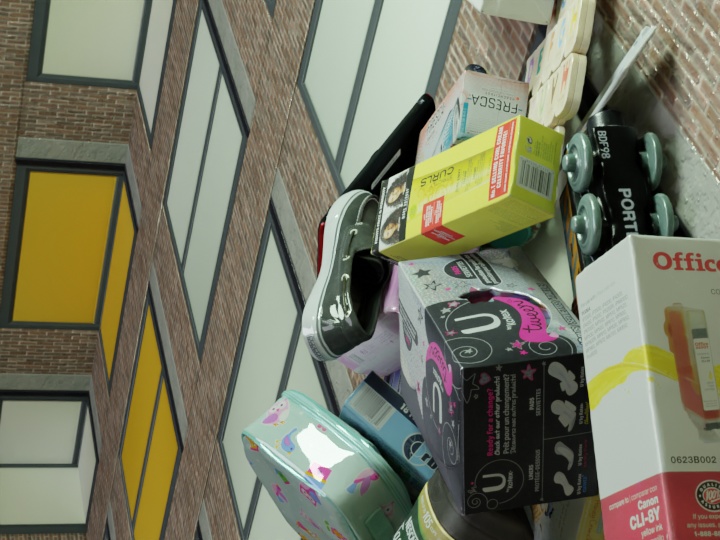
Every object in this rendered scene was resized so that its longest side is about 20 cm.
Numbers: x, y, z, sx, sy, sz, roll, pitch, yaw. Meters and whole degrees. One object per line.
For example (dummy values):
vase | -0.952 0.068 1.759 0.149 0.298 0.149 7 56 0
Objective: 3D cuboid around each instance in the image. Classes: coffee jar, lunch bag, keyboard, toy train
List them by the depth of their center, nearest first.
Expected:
toy train | 0.195 -0.019 1.212 0.114 0.084 0.202 108 158 -63
coffee jar | 0.057 0.250 1.257 0.201 0.085 0.104 -57 17 15
keyboard | 0.189 -0.124 1.279 0.057 0.011 0.200 -58 -3 -31
lunch bag | -0.012 0.207 1.402 0.160 0.077 0.201 30 157 39

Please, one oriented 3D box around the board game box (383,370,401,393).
board game box | 0.076 0.101 1.530 0.200 0.056 0.167 134 151 -64

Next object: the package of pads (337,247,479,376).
package of pads | 0.042 0.022 1.474 0.200 0.075 0.122 140 150 -66

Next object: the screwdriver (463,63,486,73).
screwdriver | 0.092 -0.125 1.612 0.029 0.028 0.201 -62 -8 -49

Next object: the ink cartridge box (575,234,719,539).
ink cartridge box | 0.225 0.085 0.998 0.083 0.143 0.203 134 135 -62

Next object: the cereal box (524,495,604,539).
cereal box | 0.163 0.161 1.340 0.200 0.039 0.146 -126 42 -63

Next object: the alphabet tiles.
alphabet tiles | 0.162 -0.159 1.337 0.200 0.014 0.198 129 152 -80

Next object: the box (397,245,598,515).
box | 0.103 0.080 1.240 0.200 0.113 0.134 -120 25 -63

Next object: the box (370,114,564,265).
box | 0.085 -0.060 1.298 0.199 0.050 0.076 -20 55 55

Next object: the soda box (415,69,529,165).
soda box | 0.099 -0.120 1.472 0.200 0.063 0.069 127 151 -75

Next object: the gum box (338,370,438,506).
gum box | 0.050 0.187 1.422 0.045 0.170 0.200 -47 -8 -18

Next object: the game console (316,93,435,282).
game console | 0.015 -0.061 1.597 0.201 0.031 0.178 -53 -23 -29

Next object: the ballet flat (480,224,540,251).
ballet flat | 0.117 -0.052 1.475 0.200 0.071 0.073 152 119 -67

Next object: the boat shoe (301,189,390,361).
boat shoe | 0.000 0.000 1.399 0.056 0.069 0.201 -18 37 29

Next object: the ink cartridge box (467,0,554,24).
ink cartridge box | 0.129 -0.304 1.429 0.200 0.067 0.117 -112 31 -68
